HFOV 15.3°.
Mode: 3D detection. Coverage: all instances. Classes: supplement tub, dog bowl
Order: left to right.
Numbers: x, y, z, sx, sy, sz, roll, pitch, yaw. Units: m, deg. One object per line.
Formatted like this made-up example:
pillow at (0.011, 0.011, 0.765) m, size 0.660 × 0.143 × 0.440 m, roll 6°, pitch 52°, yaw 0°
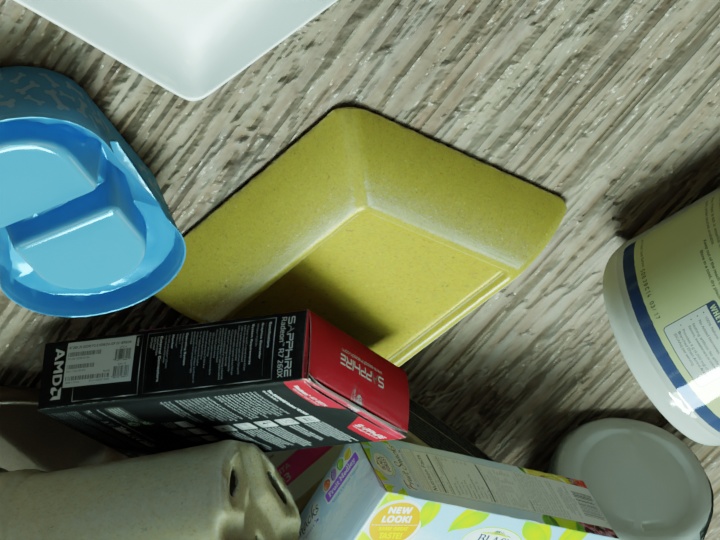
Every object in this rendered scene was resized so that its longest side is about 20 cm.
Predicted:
dog bowl at (-0.177, -0.046, 1.535) m, size 0.111 × 0.050 × 0.200 m, roll -21°, pitch 144°, yaw 12°
supplement tub at (0.169, 0.206, 1.936) m, size 0.122 × 0.123 × 0.200 m, roll 0°, pitch 143°, yaw -17°
supplement tub at (0.267, 0.005, 1.666) m, size 0.200 × 0.145 × 0.145 m, roll -32°, pitch 141°, yaw 25°

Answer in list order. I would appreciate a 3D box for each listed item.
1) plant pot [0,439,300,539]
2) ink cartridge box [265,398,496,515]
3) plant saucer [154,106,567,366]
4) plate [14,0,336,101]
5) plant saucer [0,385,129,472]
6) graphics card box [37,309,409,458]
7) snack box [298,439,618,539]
plant pot at (-0.137, 0.193, 1.684) m, size 0.183 × 0.201 × 0.200 m, roll -19°, pitch 145°, yaw 17°
ink cartridge box at (-0.011, 0.182, 1.833) m, size 0.200 × 0.075 × 0.165 m, roll -41°, pitch 132°, yaw 12°
plant saucer at (0.000, 0.000, 1.658) m, size 0.200 × 0.049 × 0.200 m, roll 21°, pitch 133°, yaw -39°
plate at (-0.084, -0.185, 1.385) m, size 0.199 × 0.032 × 0.200 m, roll -33°, pitch 141°, yaw 27°
plant saucer at (-0.248, 0.132, 1.776) m, size 0.200 × 0.032 × 0.200 m, roll -9°, pitch 144°, yaw -6°
graphics card box at (-0.085, 0.075, 1.672) m, size 0.200 × 0.051 × 0.125 m, roll -9°, pitch 156°, yaw 29°
snack box at (0.044, 0.203, 1.779) m, size 0.200 × 0.068 × 0.169 m, roll 15°, pitch 119°, yaw -36°
